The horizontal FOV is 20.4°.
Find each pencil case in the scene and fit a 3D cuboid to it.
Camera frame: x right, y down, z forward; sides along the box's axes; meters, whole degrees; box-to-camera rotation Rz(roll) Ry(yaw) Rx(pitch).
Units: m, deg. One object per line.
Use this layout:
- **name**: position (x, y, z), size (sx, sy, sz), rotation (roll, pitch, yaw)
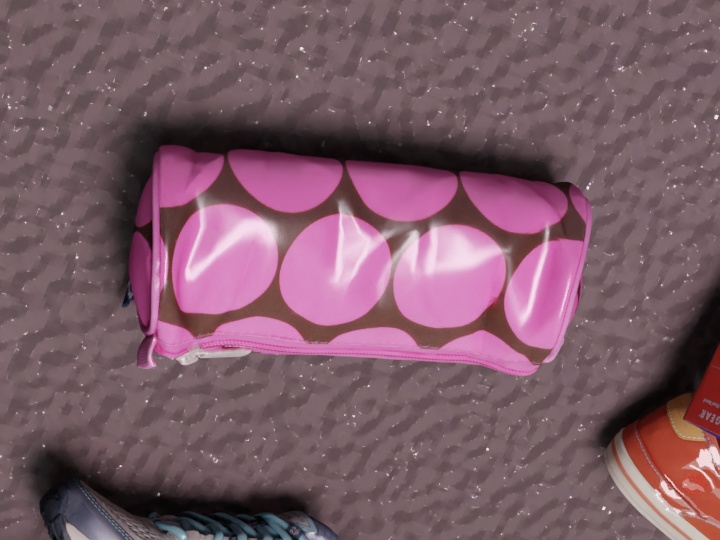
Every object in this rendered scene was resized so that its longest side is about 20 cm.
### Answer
- **pencil case**: position (0.000, 0.000, 0.862), size (0.200, 0.091, 0.094), rotation (3, 78, -12)

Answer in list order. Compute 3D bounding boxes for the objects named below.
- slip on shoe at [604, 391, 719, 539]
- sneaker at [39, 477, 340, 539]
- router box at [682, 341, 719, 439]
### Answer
- **slip on shoe**: position (0.208, 0.127, 0.974), size (0.200, 0.074, 0.061), rotation (37, 112, -19)
- **sneaker**: position (-0.060, 0.138, 0.928), size (0.200, 0.078, 0.086), rotation (38, 89, -32)
- **router box**: position (0.275, 0.033, 0.934), size (0.200, 0.049, 0.180), rotation (28, 89, -22)
